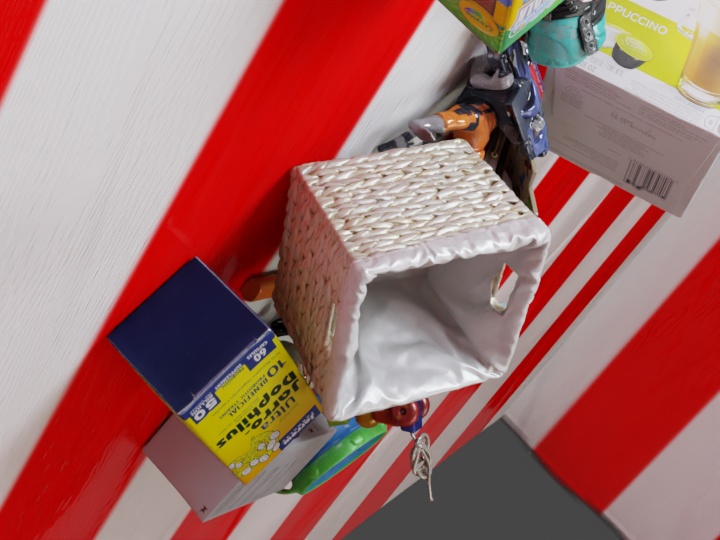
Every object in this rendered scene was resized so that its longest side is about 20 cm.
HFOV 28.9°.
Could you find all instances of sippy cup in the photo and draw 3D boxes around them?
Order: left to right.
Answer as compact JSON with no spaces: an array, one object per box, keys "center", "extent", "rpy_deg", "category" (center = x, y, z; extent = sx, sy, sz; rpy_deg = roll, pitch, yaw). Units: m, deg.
[{"center":[-0.058,0.188,1.738],"extent":[0.178,0.130,0.140],"rpy_deg":[-30,167,-36],"category":"sippy cup"}]

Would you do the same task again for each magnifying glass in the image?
[{"center":[-0.067,0.010,1.471],"extent":[0.080,0.022,0.200],"rpy_deg":[-52,166,20],"category":"magnifying glass"}]

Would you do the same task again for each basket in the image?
[{"center":[0.040,0.003,1.289],"extent":[0.199,0.161,0.199],"rpy_deg":[-11,138,-23],"category":"basket"}]

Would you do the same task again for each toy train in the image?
[{"center":[0.014,0.156,1.531],"extent":[0.115,0.201,0.085],"rpy_deg":[-5,179,12],"category":"toy train"}]

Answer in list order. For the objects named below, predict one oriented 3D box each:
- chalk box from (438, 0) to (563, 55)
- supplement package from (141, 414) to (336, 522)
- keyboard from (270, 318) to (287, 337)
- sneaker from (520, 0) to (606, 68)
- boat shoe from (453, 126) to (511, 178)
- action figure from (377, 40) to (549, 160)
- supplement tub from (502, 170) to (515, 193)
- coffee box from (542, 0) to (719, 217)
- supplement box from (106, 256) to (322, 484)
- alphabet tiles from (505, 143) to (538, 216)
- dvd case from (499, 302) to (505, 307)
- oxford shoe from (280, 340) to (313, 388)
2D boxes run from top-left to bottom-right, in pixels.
[{"center":[0.105,-0.255,1.012],"extent":[0.124,0.124,0.200],"rpy_deg":[-41,164,-17],"category":"chalk box"},{"center":[-0.134,0.193,1.591],"extent":[0.110,0.114,0.200],"rpy_deg":[-48,166,17],"category":"supplement package"},{"center":[-0.019,0.050,1.501],"extent":[0.199,0.021,0.127],"rpy_deg":[-13,175,39],"category":"keyboard"},{"center":[0.175,-0.244,1.279],"extent":[0.200,0.083,0.121],"rpy_deg":[-28,130,-52],"category":"sneaker"},{"center":[0.124,-0.075,1.452],"extent":[0.070,0.070,0.201],"rpy_deg":[73,24,-79],"category":"boat shoe"},{"center":[0.110,-0.176,1.379],"extent":[0.193,0.104,0.200],"rpy_deg":[-44,136,-27],"category":"action figure"},{"center":[0.105,-0.045,1.592],"extent":[0.122,0.123,0.200],"rpy_deg":[-41,165,-17],"category":"supplement tub"},{"center":[0.319,-0.215,1.490],"extent":[0.198,0.199,0.200],"rpy_deg":[-58,169,-18],"category":"coffee box"},{"center":[-0.127,0.096,1.276],"extent":[0.109,0.109,0.200],"rpy_deg":[-43,153,-9],"category":"supplement box"},{"center":[0.167,-0.110,1.547],"extent":[0.006,0.167,0.200],"rpy_deg":[-7,159,-6],"category":"alphabet tiles"},{"center":[0.055,0.048,1.632],"extent":[0.146,0.199,0.022],"rpy_deg":[-5,95,-68],"category":"dvd case"},{"center":[-0.086,0.102,1.495],"extent":[0.200,0.073,0.071],"rpy_deg":[-21,116,-82],"category":"oxford shoe"}]
